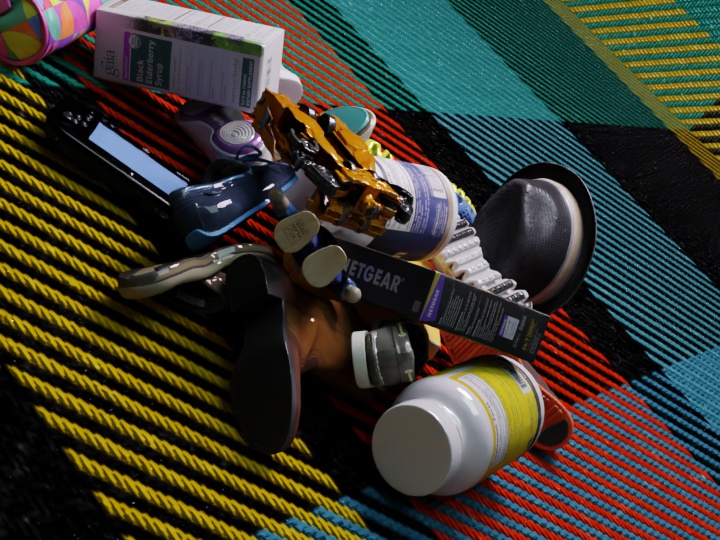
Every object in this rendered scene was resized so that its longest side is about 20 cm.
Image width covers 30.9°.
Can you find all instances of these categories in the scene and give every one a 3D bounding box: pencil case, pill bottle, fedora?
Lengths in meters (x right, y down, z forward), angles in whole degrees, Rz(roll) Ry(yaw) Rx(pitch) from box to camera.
[{"bbox_3d":[-0.333,-0.282,1.403,0.088,0.089,0.200,37,25,-6],"label":"pencil case"},{"bbox_3d":[0.008,-0.071,1.442,0.199,0.111,0.112,6,41,-48],"label":"pill bottle"},{"bbox_3d":[0.197,-0.041,1.615,0.091,0.201,0.202,12,37,-47],"label":"fedora"},{"bbox_3d":[0.094,0.152,1.266,0.113,0.113,0.199,48,26,16],"label":"pill bottle"}]

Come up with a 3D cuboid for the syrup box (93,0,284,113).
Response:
[{"bbox_3d":[-0.190,-0.240,1.441,0.197,0.080,0.082,13,26,9],"label":"syrup box"}]

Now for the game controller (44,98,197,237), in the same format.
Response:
[{"bbox_3d":[-0.226,-0.103,1.311,0.199,0.042,0.105,36,26,-12],"label":"game controller"}]

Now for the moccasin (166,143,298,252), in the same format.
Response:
[{"bbox_3d":[-0.121,-0.085,1.286,0.069,0.080,0.200,55,25,-4],"label":"moccasin"}]

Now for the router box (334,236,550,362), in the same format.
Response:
[{"bbox_3d":[0.071,0.028,1.329,0.156,0.053,0.199,21,0,-33],"label":"router box"}]

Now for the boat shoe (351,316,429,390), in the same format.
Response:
[{"bbox_3d":[0.038,0.082,1.299,0.202,0.059,0.073,-2,84,-79],"label":"boat shoe"}]

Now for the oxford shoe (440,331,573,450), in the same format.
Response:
[{"bbox_3d":[0.162,0.119,1.481,0.201,0.071,0.073,51,7,1],"label":"oxford shoe"}]

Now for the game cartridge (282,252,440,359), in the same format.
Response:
[{"bbox_3d":[0.000,0.000,1.481,0.198,0.033,0.177,29,28,-18],"label":"game cartridge"}]

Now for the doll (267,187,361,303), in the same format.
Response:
[{"bbox_3d":[-0.048,-0.022,1.251,0.137,0.048,0.200,52,-2,2],"label":"doll"}]

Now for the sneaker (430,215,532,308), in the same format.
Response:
[{"bbox_3d":[0.121,0.007,1.580,0.074,0.081,0.201,-15,58,-36],"label":"sneaker"}]

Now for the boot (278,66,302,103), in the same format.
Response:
[{"bbox_3d":[-0.161,-0.259,1.636,0.096,0.074,0.199,48,17,29],"label":"boot"}]

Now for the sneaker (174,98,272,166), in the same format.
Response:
[{"bbox_3d":[-0.151,-0.136,1.458,0.200,0.074,0.100,51,-17,52],"label":"sneaker"}]

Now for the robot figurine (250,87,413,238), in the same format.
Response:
[{"bbox_3d":[-0.029,-0.101,1.272,0.144,0.059,0.201,18,26,-37],"label":"robot figurine"}]

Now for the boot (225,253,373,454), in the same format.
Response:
[{"bbox_3d":[-0.050,0.097,1.228,0.200,0.068,0.190,33,35,-55],"label":"boot"}]

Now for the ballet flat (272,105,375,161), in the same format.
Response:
[{"bbox_3d":[-0.050,-0.145,1.497,0.069,0.198,0.071,-1,91,-50],"label":"ballet flat"}]

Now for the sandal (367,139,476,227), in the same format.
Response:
[{"bbox_3d":[0.060,-0.085,1.654,0.198,0.080,0.088,25,32,-14],"label":"sandal"}]

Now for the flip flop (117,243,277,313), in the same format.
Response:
[{"bbox_3d":[-0.148,0.013,1.210,0.199,0.080,0.058,-17,93,-62],"label":"flip flop"}]
